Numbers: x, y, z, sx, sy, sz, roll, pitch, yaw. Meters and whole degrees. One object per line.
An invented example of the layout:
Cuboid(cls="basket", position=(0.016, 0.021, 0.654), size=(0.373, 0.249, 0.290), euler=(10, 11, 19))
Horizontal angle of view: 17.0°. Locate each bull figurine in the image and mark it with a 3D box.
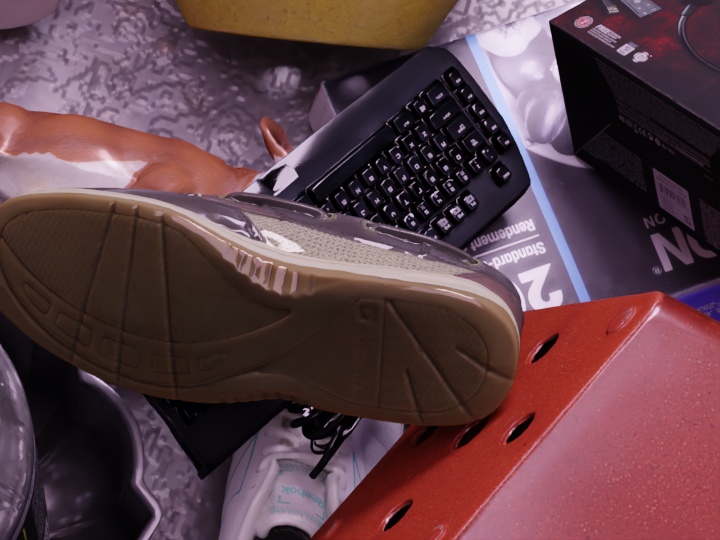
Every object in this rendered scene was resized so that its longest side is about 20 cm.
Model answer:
Cuboid(cls="bull figurine", position=(-0.101, -0.027, 0.981), size=(0.199, 0.121, 0.065), euler=(8, 108, 15))

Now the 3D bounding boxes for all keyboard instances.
Cuboid(cls="keyboard", position=(0.000, 0.000, 0.939), size=(0.200, 0.040, 0.104), euler=(-41, 102, -27))

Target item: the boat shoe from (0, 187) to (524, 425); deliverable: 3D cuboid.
Cuboid(cls="boat shoe", position=(-0.037, 0.008, 0.880), size=(0.200, 0.066, 0.072), euler=(11, 110, 9))

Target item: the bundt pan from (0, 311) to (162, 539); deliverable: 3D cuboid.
Cuboid(cls="bundt pan", position=(-0.179, 0.109, 0.947), size=(0.201, 0.076, 0.203), euler=(2, 72, -5))

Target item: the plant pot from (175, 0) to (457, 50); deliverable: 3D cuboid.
Cuboid(cls="plant pot", position=(-0.017, -0.168, 1.013), size=(0.199, 0.200, 0.143), euler=(6, 96, -3))

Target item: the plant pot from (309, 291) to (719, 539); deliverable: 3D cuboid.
Cuboid(cls="plant pot", position=(0.097, 0.119, 0.880), size=(0.176, 0.200, 0.200), euler=(47, 72, -11))

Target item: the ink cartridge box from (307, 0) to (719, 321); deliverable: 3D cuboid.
Cuboid(cls="ink cartridge box", position=(0.104, -0.018, 1.035), size=(0.197, 0.043, 0.201), euler=(-19, 75, -13))

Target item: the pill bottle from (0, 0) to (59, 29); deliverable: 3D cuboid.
Cuboid(cls="pill bottle", position=(-0.160, -0.212, 1.039), size=(0.111, 0.112, 0.201), euler=(4, 71, -4))

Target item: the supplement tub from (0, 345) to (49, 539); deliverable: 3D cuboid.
Cuboid(cls="supplement tub", position=(-0.169, 0.075, 0.815), size=(0.122, 0.200, 0.123), euler=(2, 71, -5))

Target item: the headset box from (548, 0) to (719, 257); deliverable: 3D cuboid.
Cuboid(cls="headset box", position=(0.201, -0.090, 0.976), size=(0.199, 0.075, 0.149), euler=(-30, 41, -17))

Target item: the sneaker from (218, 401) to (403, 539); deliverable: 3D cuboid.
Cuboid(cls="sneaker", position=(-0.020, 0.087, 0.968), size=(0.070, 0.080, 0.201), euler=(10, 66, -1))
